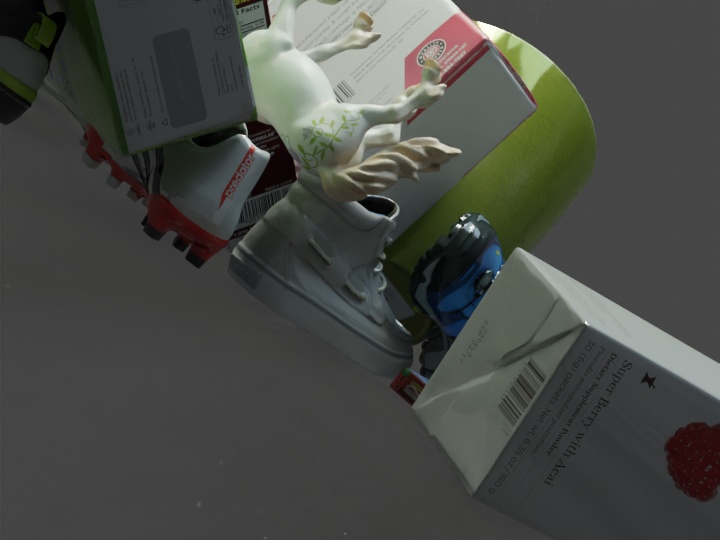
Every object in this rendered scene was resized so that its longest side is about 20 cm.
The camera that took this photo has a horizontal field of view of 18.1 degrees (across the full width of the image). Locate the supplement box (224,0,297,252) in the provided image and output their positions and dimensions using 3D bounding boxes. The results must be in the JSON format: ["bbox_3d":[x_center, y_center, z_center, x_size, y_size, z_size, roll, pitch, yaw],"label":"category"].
[{"bbox_3d":[-0.097,-0.127,1.508,0.109,0.061,0.201,42,-34,55],"label":"supplement box"}]

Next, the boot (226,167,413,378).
[{"bbox_3d":[0.000,0.000,1.448,0.073,0.096,0.200,40,4,32],"label":"boot"}]

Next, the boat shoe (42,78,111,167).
[{"bbox_3d":[-0.159,-0.114,1.509,0.200,0.071,0.064,42,3,36],"label":"boat shoe"}]

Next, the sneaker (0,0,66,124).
[{"bbox_3d":[-0.212,-0.149,1.306,0.072,0.083,0.200,32,7,-35],"label":"sneaker"}]

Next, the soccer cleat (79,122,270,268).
[{"bbox_3d":[-0.108,-0.070,1.344,0.068,0.085,0.200,36,5,-28],"label":"soccer cleat"}]

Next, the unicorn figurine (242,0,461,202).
[{"bbox_3d":[-0.039,-0.111,1.373,0.200,0.137,0.074,43,-18,43],"label":"unicorn figurine"}]

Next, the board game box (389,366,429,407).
[{"bbox_3d":[0.111,0.137,1.444,0.200,0.019,0.103,40,5,29],"label":"board game box"}]

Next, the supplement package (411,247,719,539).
[{"bbox_3d":[0.154,0.098,1.324,0.199,0.122,0.120,28,11,-25],"label":"supplement package"}]

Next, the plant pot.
[{"bbox_3d":[0.049,-0.045,1.626,0.186,0.201,0.188,18,-40,16],"label":"plant pot"}]

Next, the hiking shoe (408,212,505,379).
[{"bbox_3d":[0.087,0.034,1.504,0.087,0.074,0.200,37,-19,23],"label":"hiking shoe"}]

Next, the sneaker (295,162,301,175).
[{"bbox_3d":[-0.080,-0.093,1.787,0.075,0.105,0.200,42,6,31],"label":"sneaker"}]

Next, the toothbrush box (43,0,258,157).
[{"bbox_3d":[-0.138,-0.166,1.300,0.200,0.086,0.147,-135,-148,-64],"label":"toothbrush box"}]

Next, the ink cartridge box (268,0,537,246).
[{"bbox_3d":[0.007,-0.133,1.551,0.085,0.146,0.200,46,4,-43],"label":"ink cartridge box"}]

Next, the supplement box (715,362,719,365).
[{"bbox_3d":[0.317,0.171,1.499,0.199,0.135,0.200,15,-11,21],"label":"supplement box"}]
